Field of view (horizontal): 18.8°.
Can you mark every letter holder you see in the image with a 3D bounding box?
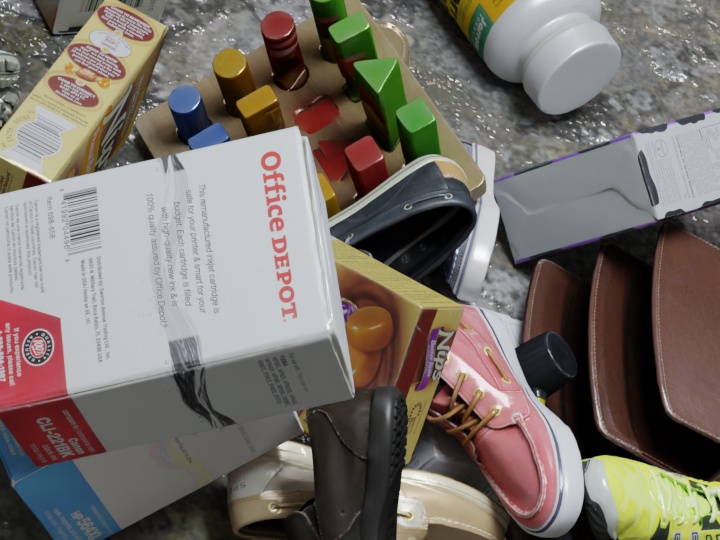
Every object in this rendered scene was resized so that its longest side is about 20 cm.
[{"bbox_3d":[0.199,0.060,1.582,0.141,0.101,0.201,28,40,-18],"label":"letter holder"}]

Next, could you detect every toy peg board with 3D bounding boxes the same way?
[{"bbox_3d":[-0.044,-0.104,1.580,0.198,0.098,0.201,-30,62,-8],"label":"toy peg board"}]

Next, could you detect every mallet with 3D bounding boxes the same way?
[{"bbox_3d":[0.119,0.137,1.478,0.041,0.066,0.202,32,44,-39],"label":"mallet"}]

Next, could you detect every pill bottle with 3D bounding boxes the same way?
[{"bbox_3d":[0.134,-0.232,1.839,0.112,0.113,0.201,-13,56,-34],"label":"pill bottle"}]

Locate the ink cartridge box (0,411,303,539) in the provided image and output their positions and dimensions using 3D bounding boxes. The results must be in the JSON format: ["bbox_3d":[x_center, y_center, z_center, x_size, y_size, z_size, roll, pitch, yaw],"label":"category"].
[{"bbox_3d":[-0.134,0.062,1.363,0.199,0.126,0.129,-26,59,-5],"label":"ink cartridge box"}]

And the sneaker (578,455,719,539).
[{"bbox_3d":[0.214,0.161,1.474,0.199,0.076,0.076,27,42,-49],"label":"sneaker"}]

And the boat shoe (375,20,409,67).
[{"bbox_3d":[-0.005,-0.147,1.725,0.072,0.065,0.200,31,44,5],"label":"boat shoe"}]

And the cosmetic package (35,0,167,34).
[{"bbox_3d":[-0.231,-0.291,1.735,0.103,0.088,0.201,-9,55,-30],"label":"cosmetic package"}]

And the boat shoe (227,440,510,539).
[{"bbox_3d":[0.003,0.169,1.437,0.198,0.074,0.070,14,57,-13],"label":"boat shoe"}]

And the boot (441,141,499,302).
[{"bbox_3d":[0.053,-0.044,1.644,0.089,0.073,0.200,14,25,-5],"label":"boot"}]

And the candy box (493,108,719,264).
[{"bbox_3d":[0.231,-0.074,1.690,0.199,0.167,0.072,-17,90,-38],"label":"candy box"}]

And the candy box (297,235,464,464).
[{"bbox_3d":[-0.038,0.037,1.451,0.199,0.118,0.056,28,16,34],"label":"candy box"}]

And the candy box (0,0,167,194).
[{"bbox_3d":[-0.211,-0.091,1.536,0.055,0.116,0.201,28,43,1],"label":"candy box"}]

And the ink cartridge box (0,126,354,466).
[{"bbox_3d":[-0.111,0.015,1.263,0.198,0.084,0.145,-13,59,6],"label":"ink cartridge box"}]

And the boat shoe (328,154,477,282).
[{"bbox_3d":[0.000,0.000,1.517,0.075,0.199,0.062,50,3,-40],"label":"boat shoe"}]

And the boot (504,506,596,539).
[{"bbox_3d":[0.119,0.228,1.440,0.185,0.064,0.201,6,46,-26],"label":"boot"}]

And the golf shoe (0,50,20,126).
[{"bbox_3d":[-0.347,-0.137,1.561,0.199,0.079,0.097,-5,35,-37],"label":"golf shoe"}]

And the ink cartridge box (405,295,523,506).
[{"bbox_3d":[0.095,0.100,1.573,0.199,0.057,0.163,20,39,-38],"label":"ink cartridge box"}]

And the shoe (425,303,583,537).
[{"bbox_3d":[0.073,0.095,1.450,0.090,0.072,0.201,14,35,-34],"label":"shoe"}]

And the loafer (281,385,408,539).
[{"bbox_3d":[-0.014,0.169,1.369,0.071,0.202,0.073,7,2,11],"label":"loafer"}]
